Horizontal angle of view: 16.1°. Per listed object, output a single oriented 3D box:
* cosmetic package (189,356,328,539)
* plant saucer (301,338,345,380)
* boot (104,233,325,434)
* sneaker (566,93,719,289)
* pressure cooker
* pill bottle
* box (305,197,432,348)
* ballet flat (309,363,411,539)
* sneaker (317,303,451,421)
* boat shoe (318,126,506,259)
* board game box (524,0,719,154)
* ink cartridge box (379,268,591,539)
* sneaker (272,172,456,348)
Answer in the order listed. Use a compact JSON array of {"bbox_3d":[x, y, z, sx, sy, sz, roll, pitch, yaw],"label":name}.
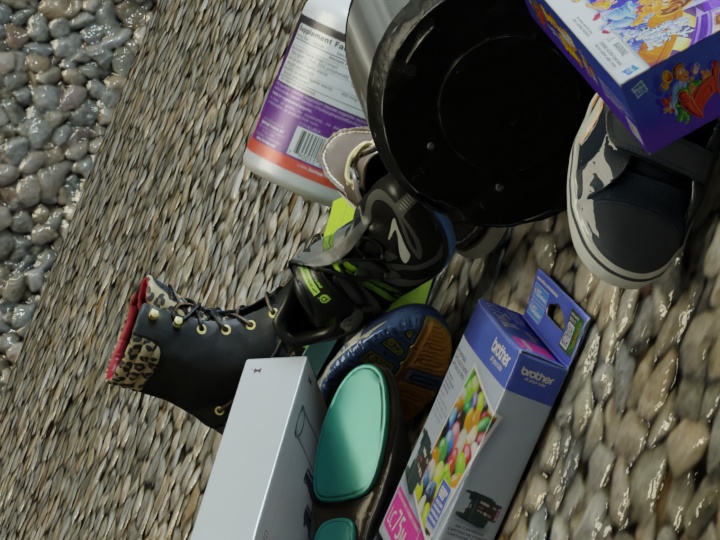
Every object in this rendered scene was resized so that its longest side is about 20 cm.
[{"bbox_3d":[-0.056,0.181,1.698,0.201,0.051,0.151,-75,-29,-44],"label":"cosmetic package"},{"bbox_3d":[-0.035,0.085,1.906,0.070,0.019,0.200,-61,-5,-23],"label":"plant saucer"},{"bbox_3d":[-0.109,0.041,2.085,0.073,0.150,0.201,-99,33,-63],"label":"boot"},{"bbox_3d":[0.168,-0.091,1.411,0.079,0.078,0.201,127,161,-62],"label":"sneaker"},{"bbox_3d":[0.076,-0.139,1.614,0.200,0.178,0.177,-109,39,-67],"label":"pressure cooker"},{"bbox_3d":[-0.011,-0.158,2.085,0.111,0.111,0.201,-135,67,-74],"label":"pill bottle"},{"bbox_3d":[0.013,-0.006,1.914,0.200,0.047,0.123,158,130,-69],"label":"box"},{"bbox_3d":[0.002,0.164,1.680,0.073,0.073,0.201,141,142,-63],"label":"ballet flat"},{"bbox_3d":[0.003,0.074,1.791,0.200,0.075,0.088,-53,19,42],"label":"sneaker"},{"bbox_3d":[0.026,-0.065,1.789,0.200,0.059,0.072,32,94,52],"label":"boat shoe"},{"bbox_3d":[0.170,-0.148,1.348,0.134,0.045,0.200,-28,29,-1],"label":"board game box"},{"bbox_3d":[0.074,0.099,1.572,0.201,0.042,0.119,-65,15,10],"label":"ink cartridge box"},{"bbox_3d":[0.000,0.000,1.716,0.083,0.071,0.200,-31,-10,-37],"label":"sneaker"}]
